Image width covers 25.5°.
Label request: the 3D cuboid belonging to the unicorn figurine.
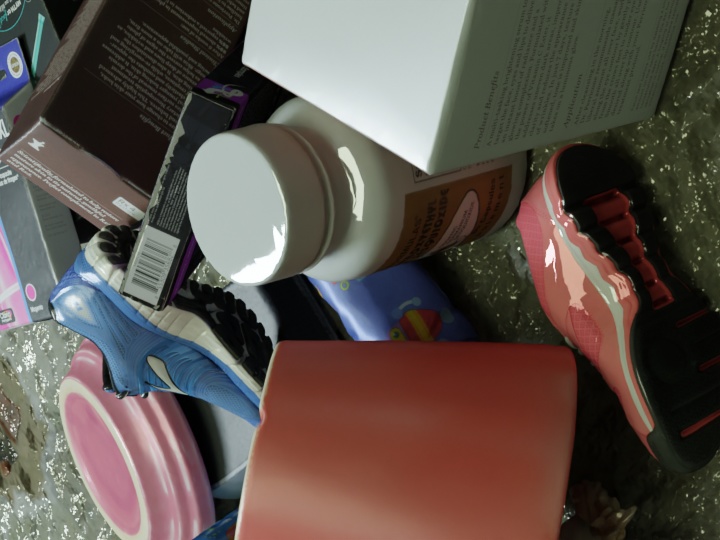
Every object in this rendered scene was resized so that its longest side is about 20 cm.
[{"bbox_3d":[0.139,0.226,1.004,0.137,0.073,0.201,36,111,63],"label":"unicorn figurine"}]

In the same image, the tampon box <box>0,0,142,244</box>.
[{"bbox_3d":[-0.205,-0.137,1.200,0.150,0.126,0.201,-28,83,47],"label":"tampon box"}]

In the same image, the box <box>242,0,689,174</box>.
[{"bbox_3d":[0.062,-0.145,0.872,0.152,0.199,0.107,34,125,34],"label":"box"}]

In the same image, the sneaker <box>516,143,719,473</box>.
[{"bbox_3d":[0.153,0.027,0.943,0.087,0.073,0.201,-41,69,58],"label":"sneaker"}]

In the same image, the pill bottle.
[{"bbox_3d":[-0.001,-0.055,0.964,0.114,0.199,0.115,16,114,42],"label":"pill bottle"}]

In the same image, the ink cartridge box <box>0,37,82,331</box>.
[{"bbox_3d":[-0.256,-0.060,1.162,0.094,0.037,0.201,-13,92,47],"label":"ink cartridge box"}]

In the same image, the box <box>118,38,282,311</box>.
[{"bbox_3d":[-0.095,-0.074,1.047,0.036,0.200,0.144,23,112,2],"label":"box"}]

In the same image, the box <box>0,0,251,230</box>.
[{"bbox_3d":[-0.155,-0.134,1.089,0.100,0.201,0.075,37,142,-22],"label":"box"}]

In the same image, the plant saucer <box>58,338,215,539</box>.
[{"bbox_3d":[-0.188,0.147,1.288,0.200,0.051,0.201,42,145,40],"label":"plant saucer"}]

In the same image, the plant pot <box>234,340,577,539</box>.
[{"bbox_3d":[0.023,0.127,0.945,0.176,0.201,0.201,11,116,1],"label":"plant pot"}]

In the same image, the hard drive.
[{"bbox_3d":[-0.090,0.085,1.212,0.200,0.042,0.135,-46,70,43],"label":"hard drive"}]

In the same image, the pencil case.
[{"bbox_3d":[0.000,0.000,1.071,0.078,0.087,0.200,-36,72,2],"label":"pencil case"}]

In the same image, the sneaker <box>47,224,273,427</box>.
[{"bbox_3d":[-0.131,0.051,1.093,0.089,0.200,0.079,-37,33,20],"label":"sneaker"}]

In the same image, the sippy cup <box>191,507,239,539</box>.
[{"bbox_3d":[-0.065,0.226,1.168,0.140,0.130,0.179,42,129,29],"label":"sippy cup"}]
